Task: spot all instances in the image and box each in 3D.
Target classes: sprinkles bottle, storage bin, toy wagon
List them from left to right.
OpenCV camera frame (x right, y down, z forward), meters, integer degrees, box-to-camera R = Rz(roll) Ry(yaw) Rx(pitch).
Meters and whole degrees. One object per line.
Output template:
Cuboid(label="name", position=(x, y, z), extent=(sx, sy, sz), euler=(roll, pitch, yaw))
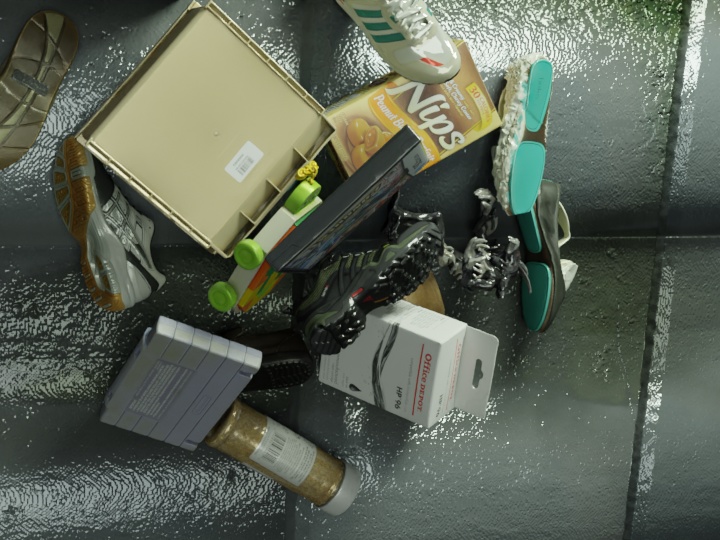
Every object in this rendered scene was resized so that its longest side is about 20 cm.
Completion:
Cuboid(label="storage bin", position=(-0.164, -0.151, 1.117), extent=(0.199, 0.094, 0.200), euler=(42, 85, -21))
Cuboid(label="toy wagon", position=(-0.091, -0.035, 1.153), extent=(0.040, 0.155, 0.200), euler=(39, 126, 5))
Cuboid(label="sprinkles bottle", position=(-0.094, 0.231, 1.281), extent=(0.200, 0.068, 0.068), euler=(35, 92, -22))

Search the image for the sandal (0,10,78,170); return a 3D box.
Cuboid(label="sandal", position=(-0.373, -0.190, 1.119), extent=(0.080, 0.054, 0.200), euler=(33, 78, -26))

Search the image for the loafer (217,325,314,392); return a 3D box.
Cuboid(label="loafer", position=(-0.157, 0.108, 1.245), extent=(0.199, 0.071, 0.073), euler=(-3, 138, -4))

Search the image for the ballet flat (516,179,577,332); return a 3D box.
Cuboid(label="ballet flat", position=(0.242, -0.020, 1.323), extent=(0.068, 0.068, 0.201), euler=(-13, 106, -22))

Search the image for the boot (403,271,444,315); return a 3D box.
Cuboid(label="boot", position=(0.081, 0.084, 1.301), extent=(0.075, 0.074, 0.200), euler=(-22, 105, -16))

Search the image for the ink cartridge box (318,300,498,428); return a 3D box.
Cuboid(label="ink cartridge box", position=(0.054, 0.105, 1.222), extent=(0.068, 0.200, 0.116), euler=(-27, 130, -52))

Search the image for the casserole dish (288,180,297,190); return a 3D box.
Cuboid(label="casserole dish", position=(-0.141, -0.166, 1.193), extent=(0.121, 0.039, 0.200), euler=(-42, 109, -4))

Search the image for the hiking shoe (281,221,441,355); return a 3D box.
Cuboid(label="hiking shoe", position=(0.000, 0.000, 1.183), extent=(0.200, 0.101, 0.076), euler=(-40, 143, -10))

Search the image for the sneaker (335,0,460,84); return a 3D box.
Cuboid(label="sneaker", position=(0.036, -0.292, 1.156), extent=(0.070, 0.093, 0.200), euler=(-42, 88, -8))

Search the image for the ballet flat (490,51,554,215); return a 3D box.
Cuboid(label="ballet flat", position=(0.194, -0.166, 1.270), extent=(0.072, 0.072, 0.201), euler=(9, 93, -18))

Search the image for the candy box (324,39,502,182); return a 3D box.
Cuboid(label="candy box", position=(0.055, -0.179, 1.236), extent=(0.200, 0.055, 0.116), euler=(-30, 110, -6))

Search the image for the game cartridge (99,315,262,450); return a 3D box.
Cuboid(label="game cartridge", position=(-0.212, 0.132, 1.189), extent=(0.129, 0.038, 0.200), euler=(25, 134, -16))

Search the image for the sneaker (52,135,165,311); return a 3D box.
Cuboid(label="sneaker", position=(-0.282, -0.058, 1.171), extent=(0.088, 0.076, 0.200), euler=(-21, 100, -41))

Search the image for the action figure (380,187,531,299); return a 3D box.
Cuboid(label="action figure", position=(0.130, -0.034, 1.260), extent=(0.200, 0.119, 0.102), euler=(16, 133, -11))

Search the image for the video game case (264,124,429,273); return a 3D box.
Cuboid(label="video game case", position=(-0.008, -0.071, 1.127), extent=(0.200, 0.181, 0.026), euler=(-43, 86, 4))
